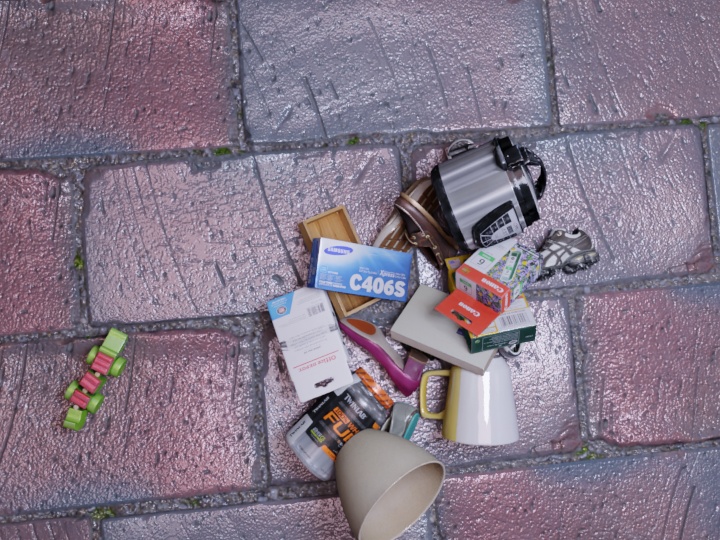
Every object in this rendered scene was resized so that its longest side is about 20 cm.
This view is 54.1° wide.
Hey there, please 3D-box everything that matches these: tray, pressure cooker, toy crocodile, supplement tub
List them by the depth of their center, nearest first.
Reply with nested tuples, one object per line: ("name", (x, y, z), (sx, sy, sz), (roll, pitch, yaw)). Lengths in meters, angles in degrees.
("pressure cooker", (0.244, -0.148, 1.294), (0.197, 0.176, 0.181), (-22, 104, 12))
("toy crocodile", (-0.504, 0.205, 1.338), (0.067, 0.062, 0.202), (30, 84, -3))
("supplement tub", (-0.037, 0.288, 1.344), (0.123, 0.123, 0.200), (45, 84, -1))
("tray", (-0.038, -0.018, 1.393), (0.098, 0.037, 0.203), (-24, 90, -27))

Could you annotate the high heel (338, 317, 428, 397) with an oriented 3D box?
("high heel", (0.031, 0.172, 1.396), (0.198, 0.067, 0.097), (30, 116, 12))

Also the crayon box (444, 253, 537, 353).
("crayon box", (0.243, 0.054, 1.340), (0.123, 0.052, 0.202), (-11, 47, -2))

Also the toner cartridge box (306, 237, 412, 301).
("toner cartridge box", (0.000, 0.000, 1.349), (0.197, 0.043, 0.097), (9, 86, -26))

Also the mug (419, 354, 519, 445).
("mug", (0.212, 0.241, 1.351), (0.183, 0.149, 0.156), (0, 90, -3))

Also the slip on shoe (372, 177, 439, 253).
("slip on shoe", (0.086, -0.102, 1.414), (0.075, 0.061, 0.201), (28, 102, -35))

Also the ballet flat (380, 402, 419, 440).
("ballet flat", (0.057, 0.357, 1.387), (0.063, 0.067, 0.203), (18, 84, 24))

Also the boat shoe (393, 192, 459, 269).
("boat shoe", (0.123, -0.071, 1.367), (0.071, 0.070, 0.200), (-48, 127, 1))

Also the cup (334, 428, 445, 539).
("cup", (0.034, 0.372, 1.269), (0.200, 0.201, 0.143), (-44, 53, -6))

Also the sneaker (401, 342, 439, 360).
("sneaker", (0.175, 0.124, 1.408), (0.196, 0.079, 0.086), (-5, 51, 1))

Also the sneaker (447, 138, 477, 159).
("sneaker", (0.225, -0.170, 1.422), (0.074, 0.081, 0.203), (-12, 107, 8))

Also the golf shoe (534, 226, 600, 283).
("golf shoe", (0.383, -0.033, 1.427), (0.197, 0.078, 0.096), (-12, 75, -21))

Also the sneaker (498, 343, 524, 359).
("sneaker", (0.300, 0.075, 1.412), (0.072, 0.071, 0.204), (-9, 85, -5))

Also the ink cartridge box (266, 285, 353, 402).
("ink cartridge box", (-0.092, 0.139, 1.354), (0.114, 0.068, 0.203), (-20, 78, 2))

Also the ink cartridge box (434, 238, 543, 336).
("ink cartridge box", (0.237, 0.021, 1.300), (0.108, 0.051, 0.199), (31, 57, 32))

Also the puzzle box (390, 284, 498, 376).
("puzzle box", (0.172, 0.111, 1.350), (0.197, 0.026, 0.133), (21, 53, 25))
